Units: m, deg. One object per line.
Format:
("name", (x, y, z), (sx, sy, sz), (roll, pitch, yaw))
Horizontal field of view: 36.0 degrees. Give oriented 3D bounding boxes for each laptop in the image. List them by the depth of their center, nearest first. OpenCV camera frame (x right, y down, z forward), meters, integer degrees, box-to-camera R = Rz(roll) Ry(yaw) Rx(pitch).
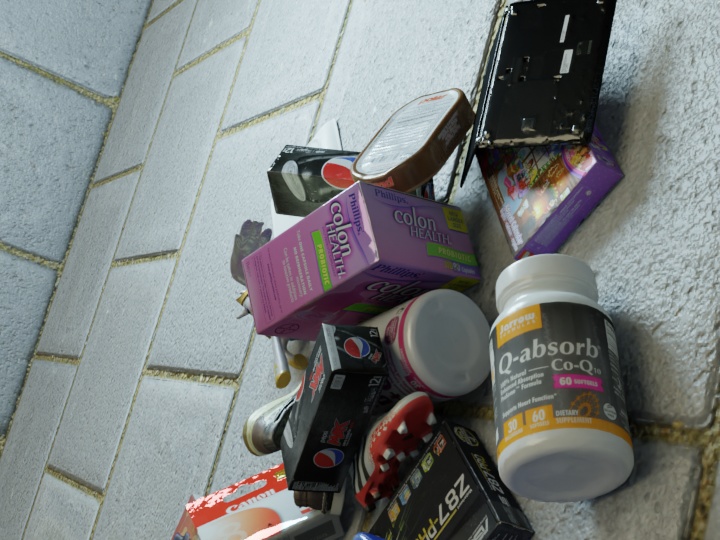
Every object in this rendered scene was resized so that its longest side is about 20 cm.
("laptop", (0.187, -0.190, 1.194), (0.199, 0.103, 0.178), (1, 69, 35))

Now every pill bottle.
("pill bottle", (0.173, 0.092, 0.981), (0.116, 0.116, 0.201), (-42, 37, 42))
("pill bottle", (0.045, 0.099, 1.221), (0.200, 0.113, 0.114), (-28, 47, 54))

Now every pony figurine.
("pony figurine", (-0.108, 0.036, 1.550), (0.200, 0.166, 0.194), (51, 125, 44))

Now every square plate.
("square plate", (-0.088, -0.114, 1.731), (0.198, 0.028, 0.201), (-52, 31, 32))

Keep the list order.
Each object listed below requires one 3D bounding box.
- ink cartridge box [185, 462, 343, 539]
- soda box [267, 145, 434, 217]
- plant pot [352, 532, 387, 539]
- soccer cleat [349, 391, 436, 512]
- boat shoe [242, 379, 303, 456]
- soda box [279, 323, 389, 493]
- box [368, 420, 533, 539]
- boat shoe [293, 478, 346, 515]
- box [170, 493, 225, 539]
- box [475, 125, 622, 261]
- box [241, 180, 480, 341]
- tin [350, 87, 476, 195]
("ink cartridge box", (-0.127, 0.293, 1.369), (0.200, 0.161, 0.050), (-137, 29, -60))
("soda box", (-0.011, -0.104, 1.377), (0.063, 0.199, 0.071), (-61, -29, -45))
("plant pot", (0.069, 0.359, 0.908), (0.201, 0.179, 0.200), (-67, 26, 2))
("soccer cleat", (0.024, 0.181, 1.192), (0.085, 0.068, 0.201), (58, 149, 31))
("boat shoe", (-0.048, 0.160, 1.320), (0.066, 0.200, 0.072), (3, 118, 51))
("soda box", (-0.031, 0.149, 1.174), (0.071, 0.063, 0.201), (-105, 27, -45))
("box", (0.074, 0.277, 1.107), (0.201, 0.049, 0.161), (-58, 30, 18))
("boat shoe", (-0.054, 0.228, 1.330), (0.200, 0.059, 0.072), (-106, 23, -72))
("box", (-0.180, 0.410, 1.428), (0.153, 0.106, 0.200), (-65, 27, 7))
("box", (0.193, -0.117, 1.182), (0.137, 0.039, 0.201), (-52, 30, 29))
("box", (0.000, 0.000, 1.255), (0.200, 0.175, 0.097), (-32, 62, 35))
("tin", (0.062, -0.150, 1.287), (0.111, 0.042, 0.200), (-5, 34, 35))
